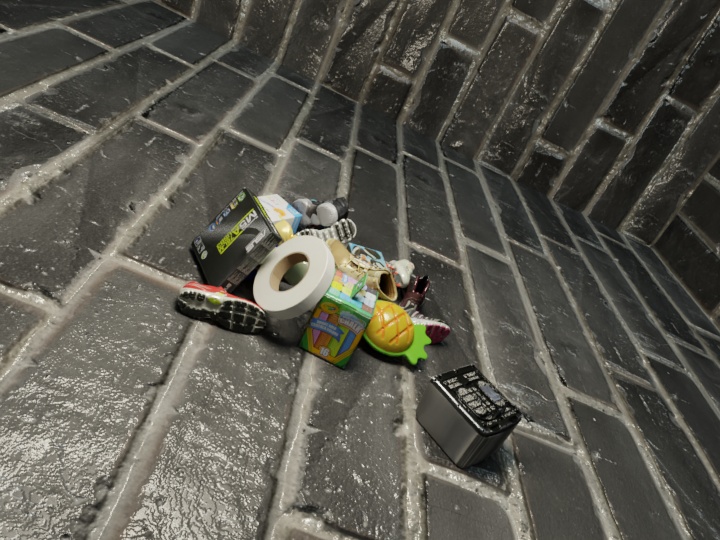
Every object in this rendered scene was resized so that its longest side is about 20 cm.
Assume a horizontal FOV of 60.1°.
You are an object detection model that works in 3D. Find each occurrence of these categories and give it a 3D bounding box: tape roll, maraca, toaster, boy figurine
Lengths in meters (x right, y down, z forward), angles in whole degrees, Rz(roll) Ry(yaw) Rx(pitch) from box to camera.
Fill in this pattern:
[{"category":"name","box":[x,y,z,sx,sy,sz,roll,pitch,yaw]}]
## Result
[{"category":"tape roll","box":[-0.148,0.013,1.382,0.037,0.201,0.204,49,7,-43]},{"category":"maraca","box":[0.084,0.151,1.527,0.197,0.107,0.139,28,56,-9]},{"category":"toaster","box":[0.246,0.320,1.376,0.179,0.120,0.200,-6,42,-47]},{"category":"boy figurine","box":[-0.155,-0.053,1.659,0.199,0.124,0.065,39,69,-4]}]

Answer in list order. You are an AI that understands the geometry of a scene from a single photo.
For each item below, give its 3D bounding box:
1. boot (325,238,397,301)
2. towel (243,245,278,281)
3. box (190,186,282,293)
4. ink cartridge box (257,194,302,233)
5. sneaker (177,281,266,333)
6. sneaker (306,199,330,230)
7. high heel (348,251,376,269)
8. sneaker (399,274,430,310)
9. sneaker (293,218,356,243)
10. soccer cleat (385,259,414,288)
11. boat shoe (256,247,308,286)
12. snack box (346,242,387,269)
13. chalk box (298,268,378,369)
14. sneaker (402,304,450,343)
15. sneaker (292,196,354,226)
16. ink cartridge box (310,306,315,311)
[{"category":"boot","box":[0.000,0.000,1.588,0.073,0.154,0.202,-44,115,-30]},{"category":"towel","box":[-0.270,-0.033,1.574,0.197,0.050,0.148,-1,40,-45]},{"category":"box","box":[-0.293,-0.068,1.452,0.047,0.200,0.194,38,12,-45]},{"category":"ink cartridge box","box":[-0.271,-0.148,1.753,0.114,0.069,0.199,38,28,19]},{"category":"sneaker","box":[-0.294,0.069,1.349,0.196,0.078,0.085,22,22,-14]},{"category":"sneaker","box":[-0.120,-0.134,1.890,0.198,0.081,0.095,35,41,26]},{"category":"high heel","box":[-0.018,-0.034,1.748,0.196,0.073,0.143,12,26,18]},{"category":"sneaker","box":[0.168,0.049,1.776,0.074,0.117,0.201,25,27,-3]},{"category":"sneaker","box":[-0.101,-0.086,1.738,0.195,0.077,0.081,-14,-2,7]},{"category":"soccer cleat","box":[0.123,0.000,1.803,0.076,0.071,0.200,-13,11,-4]},{"category":"boat shoe","box":[-0.186,-0.010,1.500,0.198,0.073,0.061,29,-18,-7]},{"category":"snack box","box":[0.026,0.000,1.814,0.114,0.038,0.201,16,30,-23]},{"category":"chalk box","box":[-0.040,0.091,1.408,0.122,0.202,0.125,26,26,-3]},{"category":"sneaker","box":[0.149,0.135,1.654,0.196,0.075,0.088,10,38,-24]},{"category":"sneaker","box":[-0.107,-0.174,1.817,0.112,0.077,0.198,-17,21,-41]},{"category":"ink cartridge box","box":[-0.074,0.073,1.575,0.197,0.051,0.110,24,28,-6]}]
